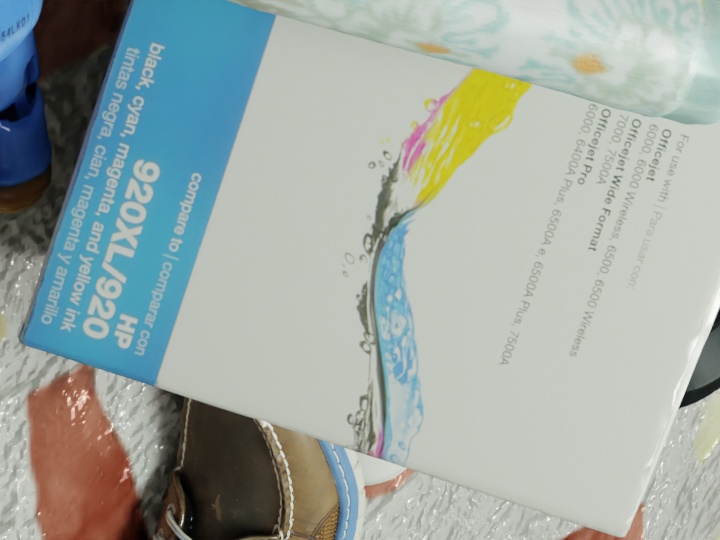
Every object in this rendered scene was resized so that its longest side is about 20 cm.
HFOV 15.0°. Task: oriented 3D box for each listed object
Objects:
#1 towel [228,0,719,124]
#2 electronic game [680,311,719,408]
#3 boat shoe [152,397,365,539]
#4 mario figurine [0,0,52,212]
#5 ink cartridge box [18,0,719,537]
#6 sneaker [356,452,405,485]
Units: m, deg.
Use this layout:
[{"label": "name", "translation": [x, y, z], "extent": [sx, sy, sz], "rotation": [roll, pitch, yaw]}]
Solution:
[{"label": "towel", "translation": [0.009, -0.112, 0.802], "extent": [0.171, 0.200, 0.048], "rotation": [10, 116, -16]}, {"label": "electronic game", "translation": [0.160, -0.020, 1.183], "extent": [0.200, 0.042, 0.200], "rotation": [-39, 149, -29]}, {"label": "boat shoe", "translation": [-0.044, 0.110, 1.068], "extent": [0.072, 0.072, 0.200], "rotation": [-43, 143, -32]}, {"label": "mario figurine", "translation": [-0.129, -0.106, 0.796], "extent": [0.124, 0.106, 0.200], "rotation": [-99, -164, -51]}, {"label": "ink cartridge box", "translation": [0.011, -0.025, 0.884], "extent": [0.147, 0.199, 0.145], "rotation": [-101, -150, -79]}, {"label": "sneaker", "translation": [0.000, 0.000, 1.027], "extent": [0.089, 0.075, 0.201], "rotation": [-105, -165, -66]}]
